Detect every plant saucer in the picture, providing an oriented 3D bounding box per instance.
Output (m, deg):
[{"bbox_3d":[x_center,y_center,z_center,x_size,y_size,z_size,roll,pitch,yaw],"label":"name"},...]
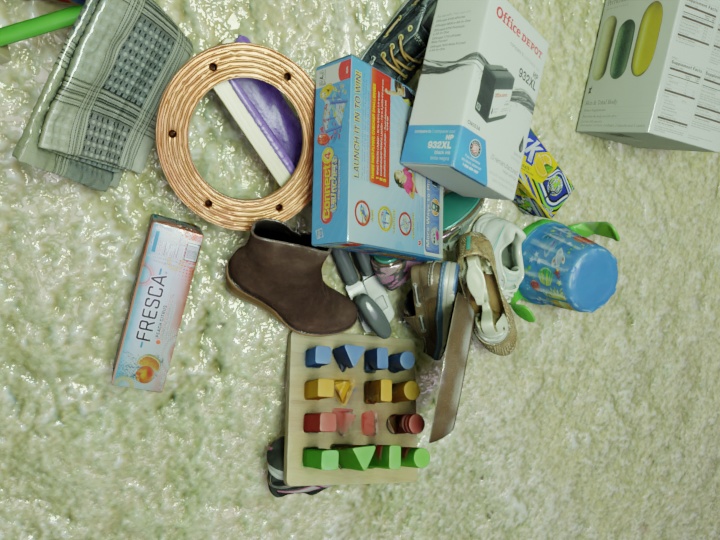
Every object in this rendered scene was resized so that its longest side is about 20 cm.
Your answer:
[{"bbox_3d":[0.125,0.132,0.796,0.031,0.200,0.206,10,101,11],"label":"plant saucer"}]

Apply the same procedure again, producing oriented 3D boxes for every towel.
[{"bbox_3d":[-0.250,-0.179,0.611,0.034,0.193,0.203,28,93,2],"label":"towel"}]

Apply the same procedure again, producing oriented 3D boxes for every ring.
[{"bbox_3d":[-0.128,-0.147,0.664,0.195,0.019,0.206,-6,108,-17],"label":"ring"}]

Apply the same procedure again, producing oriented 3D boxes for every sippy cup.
[{"bbox_3d":[0.315,0.000,0.904,0.137,0.130,0.182,15,98,-23],"label":"sippy cup"}]

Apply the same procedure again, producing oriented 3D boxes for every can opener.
[{"bbox_3d":[0.000,0.000,0.812,0.053,0.067,0.204,-28,111,-13],"label":"can opener"}]

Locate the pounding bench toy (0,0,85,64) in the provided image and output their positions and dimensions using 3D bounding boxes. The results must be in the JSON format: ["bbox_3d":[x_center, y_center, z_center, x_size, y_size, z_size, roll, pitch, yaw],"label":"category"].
[{"bbox_3d":[-0.291,-0.289,0.566,0.152,0.124,0.205,12,99,2],"label":"pounding bench toy"}]

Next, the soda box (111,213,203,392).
[{"bbox_3d":[-0.249,0.039,0.722,0.062,0.068,0.205,15,96,-23],"label":"soda box"}]

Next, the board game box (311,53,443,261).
[{"bbox_3d":[0.028,-0.121,0.709,0.194,0.055,0.206,8,82,-51],"label":"board game box"}]

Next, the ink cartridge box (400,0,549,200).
[{"bbox_3d":[0.141,-0.204,0.711,0.143,0.083,0.205,15,88,-45],"label":"ink cartridge box"}]

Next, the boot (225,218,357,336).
[{"bbox_3d":[-0.067,0.015,0.736,0.196,0.166,0.074,18,60,-19],"label":"boot"}]

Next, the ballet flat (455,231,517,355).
[{"bbox_3d":[0.175,0.047,0.842,0.069,0.065,0.204,-15,109,24],"label":"ballet flat"}]

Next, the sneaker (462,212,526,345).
[{"bbox_3d":[0.202,0.021,0.890,0.069,0.080,0.206,-7,107,-28],"label":"sneaker"}]

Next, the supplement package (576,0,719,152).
[{"bbox_3d":[0.445,-0.293,0.873,0.147,0.151,0.205,6,100,-22],"label":"supplement package"}]

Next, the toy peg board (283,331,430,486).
[{"bbox_3d":[0.005,0.184,0.799,0.195,0.097,0.205,7,74,-23],"label":"toy peg board"}]

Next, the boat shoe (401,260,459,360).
[{"bbox_3d":[0.097,0.054,0.841,0.071,0.073,0.203,11,139,11],"label":"boat shoe"}]

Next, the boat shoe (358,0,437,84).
[{"bbox_3d":[0.051,-0.276,0.753,0.070,0.091,0.203,33,90,-25],"label":"boat shoe"}]

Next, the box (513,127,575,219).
[{"bbox_3d":[0.223,-0.167,0.860,0.200,0.070,0.065,43,84,-25],"label":"box"}]

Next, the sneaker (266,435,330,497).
[{"bbox_3d":[-0.050,0.282,0.868,0.195,0.081,0.088,3,125,-24],"label":"sneaker"}]

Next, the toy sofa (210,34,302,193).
[{"bbox_3d":[-0.116,-0.179,0.715,0.097,0.083,0.202,-38,113,-8],"label":"toy sofa"}]

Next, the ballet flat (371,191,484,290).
[{"bbox_3d":[0.100,-0.043,0.844,0.199,0.069,0.072,-38,134,-16],"label":"ballet flat"}]
